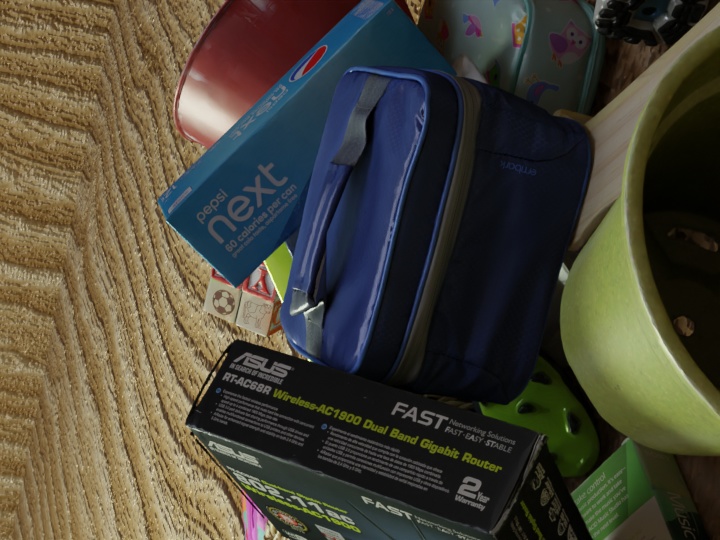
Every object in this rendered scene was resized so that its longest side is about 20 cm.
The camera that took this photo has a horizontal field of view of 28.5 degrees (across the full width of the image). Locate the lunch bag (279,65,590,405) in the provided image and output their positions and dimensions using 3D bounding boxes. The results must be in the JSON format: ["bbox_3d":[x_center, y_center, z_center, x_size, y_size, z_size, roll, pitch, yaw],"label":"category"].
[{"bbox_3d":[0.029,-0.016,0.826,0.136,0.132,0.200,23,99,65],"label":"lunch bag"}]

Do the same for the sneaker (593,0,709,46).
[{"bbox_3d":[0.191,-0.217,0.815,0.200,0.078,0.090,133,142,-56],"label":"sneaker"}]

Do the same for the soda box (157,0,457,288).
[{"bbox_3d":[-0.036,-0.086,0.920,0.200,0.068,0.064,-44,20,1],"label":"soda box"}]

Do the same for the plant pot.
[{"bbox_3d":[0.181,0.008,0.643,0.184,0.200,0.201,126,147,-72],"label":"plant pot"}]

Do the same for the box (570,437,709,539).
[{"bbox_3d":[0.149,0.213,0.793,0.144,0.036,0.200,-50,37,31],"label":"box"}]

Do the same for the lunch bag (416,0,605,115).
[{"bbox_3d":[0.096,-0.130,1.027,0.200,0.077,0.161,-136,53,-65],"label":"lunch bag"}]

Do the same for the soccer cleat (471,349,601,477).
[{"bbox_3d":[0.088,0.056,0.943,0.200,0.081,0.068,43,113,19],"label":"soccer cleat"}]

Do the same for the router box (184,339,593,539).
[{"bbox_3d":[0.021,0.123,0.787,0.200,0.150,0.062,14,62,31],"label":"router box"}]

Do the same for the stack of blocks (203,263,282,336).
[{"bbox_3d":[-0.040,-0.032,1.141,0.200,0.059,0.115,-28,-45,-61],"label":"stack of blocks"}]

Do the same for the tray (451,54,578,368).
[{"bbox_3d":[0.095,-0.034,0.930,0.200,0.022,0.107,56,145,11],"label":"tray"}]

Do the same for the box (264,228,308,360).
[{"bbox_3d":[0.000,0.000,1.033,0.048,0.200,0.122,-20,99,33],"label":"box"}]

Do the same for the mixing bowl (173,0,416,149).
[{"bbox_3d":[-0.025,-0.137,1.025,0.108,0.200,0.200,42,134,16],"label":"mixing bowl"}]

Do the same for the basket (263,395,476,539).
[{"bbox_3d":[0.006,0.145,1.002,0.149,0.143,0.200,-108,34,-44],"label":"basket"}]

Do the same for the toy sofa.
[{"bbox_3d":[0.186,-0.079,0.766,0.200,0.083,0.098,134,141,-57],"label":"toy sofa"}]

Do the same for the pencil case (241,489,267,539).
[{"bbox_3d":[-0.073,0.222,1.335,0.088,0.088,0.200,132,141,-56],"label":"pencil case"}]
